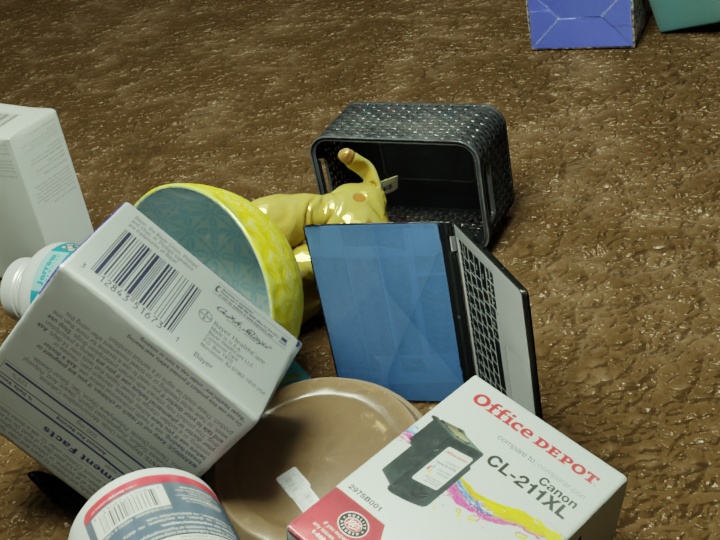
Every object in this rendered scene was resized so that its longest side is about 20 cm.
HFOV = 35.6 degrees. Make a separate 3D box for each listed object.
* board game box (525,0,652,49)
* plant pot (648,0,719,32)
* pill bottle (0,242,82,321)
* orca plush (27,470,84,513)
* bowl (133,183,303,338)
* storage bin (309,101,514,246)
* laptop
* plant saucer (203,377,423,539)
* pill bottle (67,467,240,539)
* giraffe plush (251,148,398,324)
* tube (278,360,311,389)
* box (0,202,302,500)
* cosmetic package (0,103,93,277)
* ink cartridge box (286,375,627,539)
[{"bbox_3d":[0.354,-0.419,1.702,0.159,0.097,0.200,4,34,24],"label":"board game box"},{"bbox_3d":[0.520,-0.439,1.577,0.141,0.142,0.200,-43,29,-28],"label":"plant pot"},{"bbox_3d":[-0.274,0.029,1.160,0.199,0.111,0.111,5,34,26],"label":"pill bottle"},{"bbox_3d":[-0.221,0.124,1.023,0.105,0.071,0.200,18,41,39],"label":"orca plush"},{"bbox_3d":[-0.116,0.015,1.004,0.200,0.201,0.108,15,19,36],"label":"bowl"},{"bbox_3d":[0.059,-0.106,1.244,0.199,0.136,0.094,5,34,25],"label":"storage bin"},{"bbox_3d":[0.052,0.066,0.915,0.116,0.188,0.200,-19,32,-11],"label":"laptop"},{"bbox_3d":[-0.031,0.159,0.906,0.199,0.030,0.200,-5,44,4],"label":"plant saucer"},{"bbox_3d":[-0.121,0.236,0.759,0.119,0.120,0.200,-21,32,-16],"label":"pill bottle"},{"bbox_3d":[0.000,0.000,1.082,0.200,0.173,0.162,-37,48,-9],"label":"giraffe plush"},{"bbox_3d":[-0.056,0.126,0.997,0.077,0.050,0.200,-32,39,-12],"label":"tube"},{"bbox_3d":[-0.182,0.082,0.892,0.200,0.184,0.105,-44,10,36],"label":"box"},{"bbox_3d":[-0.389,-0.085,1.300,0.113,0.200,0.081,10,38,28],"label":"cosmetic package"},{"bbox_3d":[0.068,0.184,0.787,0.146,0.083,0.200,33,51,31],"label":"ink cartridge box"}]
